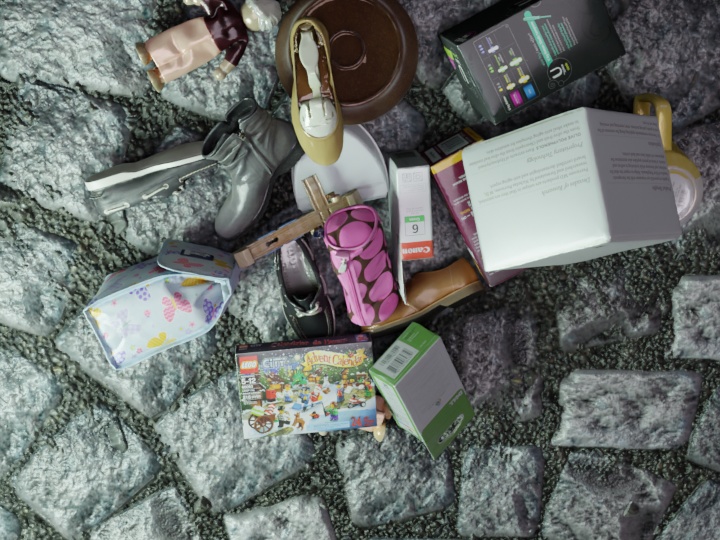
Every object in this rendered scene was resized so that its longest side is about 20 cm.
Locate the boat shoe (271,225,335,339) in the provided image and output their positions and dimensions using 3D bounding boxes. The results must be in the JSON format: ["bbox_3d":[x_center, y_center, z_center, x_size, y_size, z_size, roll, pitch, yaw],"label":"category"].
[{"bbox_3d":[-0.083,0.031,1.545,0.074,0.060,0.201,-12,108,-2],"label":"boat shoe"}]

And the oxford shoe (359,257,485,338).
[{"bbox_3d":[0.083,0.044,1.583,0.200,0.071,0.071,-27,78,5],"label":"oxford shoe"}]

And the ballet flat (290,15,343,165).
[{"bbox_3d":[-0.064,-0.239,1.402,0.068,0.063,0.201,-10,93,2],"label":"ballet flat"}]

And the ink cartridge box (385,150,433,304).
[{"bbox_3d":[0.072,-0.063,1.515,0.050,0.109,0.201,-6,108,-5],"label":"ink cartridge box"}]

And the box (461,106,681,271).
[{"bbox_3d":[0.279,-0.101,1.388,0.200,0.199,0.172,-16,82,41],"label":"box"}]

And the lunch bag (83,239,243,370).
[{"bbox_3d":[-0.266,0.032,1.480,0.200,0.170,0.127,-21,105,4],"label":"lunch bag"}]

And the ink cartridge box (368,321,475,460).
[{"bbox_3d":[0.095,0.183,1.584,0.104,0.059,0.200,-46,136,-19],"label":"ink cartridge box"}]

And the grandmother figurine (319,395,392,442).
[{"bbox_3d":[-0.051,0.197,1.610,0.199,0.061,0.122,15,96,-13],"label":"grandmother figurine"}]

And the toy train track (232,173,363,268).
[{"bbox_3d":[-0.083,-0.058,1.467,0.200,0.033,0.115,-28,111,-13],"label":"toy train track"}]

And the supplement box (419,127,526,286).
[{"bbox_3d":[0.171,-0.093,1.515,0.086,0.110,0.200,-28,107,3],"label":"supplement box"}]

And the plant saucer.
[{"bbox_3d":[-0.019,-0.301,1.447,0.200,0.034,0.201,0,93,0],"label":"plant saucer"}]

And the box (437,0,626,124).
[{"bbox_3d":[0.228,-0.308,1.435,0.200,0.149,0.125,-29,108,4],"label":"box"}]

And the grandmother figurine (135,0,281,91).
[{"bbox_3d":[-0.202,-0.323,1.431,0.200,0.061,0.121,-24,118,-1],"label":"grandmother figurine"}]

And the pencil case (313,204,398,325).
[{"bbox_3d":[0.000,0.000,1.490,0.090,0.094,0.200,-4,143,12],"label":"pencil case"}]

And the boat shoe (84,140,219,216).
[{"bbox_3d":[-0.282,-0.129,1.479,0.199,0.074,0.060,-18,113,-3],"label":"boat shoe"}]

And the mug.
[{"bbox_3d":[0.403,-0.137,1.503,0.149,0.153,0.187,-33,107,5],"label":"mug"}]

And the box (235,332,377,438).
[{"bbox_3d":[-0.079,0.170,1.551,0.199,0.038,0.137,-5,108,-4],"label":"box"}]

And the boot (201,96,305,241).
[{"bbox_3d":[-0.174,-0.141,1.455,0.132,0.070,0.200,21,106,-49],"label":"boot"}]

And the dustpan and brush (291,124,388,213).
[{"bbox_3d":[-0.044,-0.194,1.500,0.139,0.057,0.200,-10,114,7],"label":"dustpan and brush"}]
